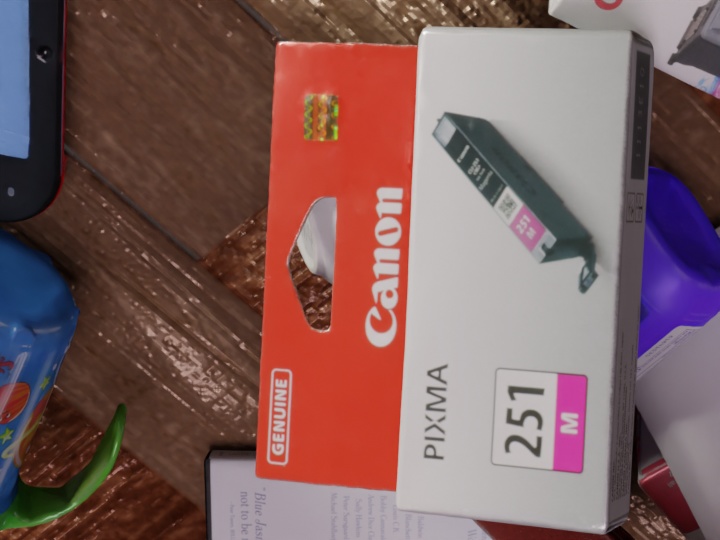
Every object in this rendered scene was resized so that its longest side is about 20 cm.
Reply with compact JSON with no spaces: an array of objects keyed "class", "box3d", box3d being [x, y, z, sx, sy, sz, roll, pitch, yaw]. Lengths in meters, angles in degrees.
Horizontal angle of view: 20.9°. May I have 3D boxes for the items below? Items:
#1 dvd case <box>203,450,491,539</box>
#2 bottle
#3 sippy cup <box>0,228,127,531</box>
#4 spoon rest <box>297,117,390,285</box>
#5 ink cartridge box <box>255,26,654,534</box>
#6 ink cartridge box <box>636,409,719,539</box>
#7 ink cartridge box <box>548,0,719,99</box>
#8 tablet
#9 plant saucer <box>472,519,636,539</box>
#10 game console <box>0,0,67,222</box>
[{"class":"dvd case","box3d":[0.016,0.169,1.054,0.198,0.018,0.144,1,103,6]},{"class":"bottle","box3d":[0.089,0.036,0.944,0.065,0.084,0.200,5,140,-45]},{"class":"sippy cup","box3d":[-0.209,0.048,0.966,0.177,0.140,0.131,7,123,-47]},{"class":"spoon rest","box3d":[0.000,0.000,0.937,0.060,0.100,0.201,-14,140,-12]},{"class":"ink cartridge box","box3d":[0.030,0.000,0.814,0.172,0.044,0.202,3,91,22]},{"class":"ink cartridge box","box3d":[0.252,0.115,0.980,0.145,0.085,0.200,-31,114,24]},{"class":"ink cartridge box","box3d":[0.196,-0.138,0.814,0.199,0.086,0.148,23,124,-11]},{"class":"tablet","box3d":[0.198,0.067,0.894,0.130,0.201,0.014,-38,145,21]},{"class":"plant saucer","box3d":[0.114,0.139,0.892,0.037,0.200,0.199,-48,137,2]},{"class":"game console","box3d":[-0.221,-0.118,0.906,0.176,0.031,0.201,8,124,0]}]
